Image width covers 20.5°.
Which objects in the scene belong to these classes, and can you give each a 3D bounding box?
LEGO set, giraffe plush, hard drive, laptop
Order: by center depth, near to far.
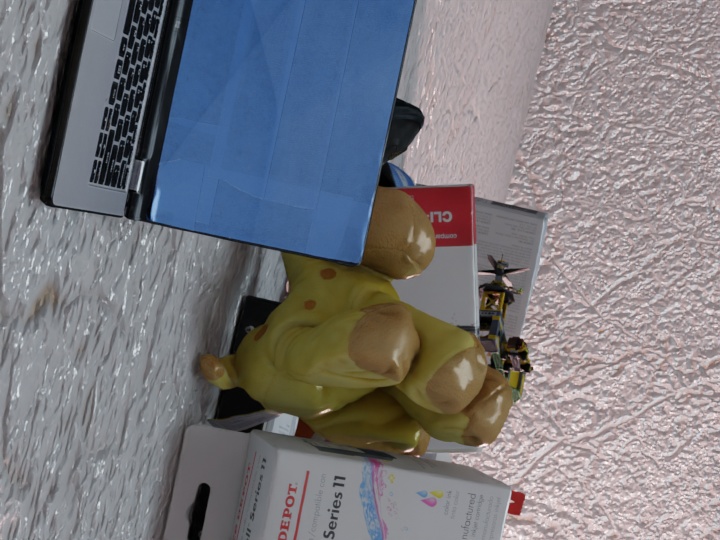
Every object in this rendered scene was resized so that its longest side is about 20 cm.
[{"bbox_3d":[-0.047,-0.107,0.899,0.200,0.115,0.189,7,95,-83],"label":"laptop"},{"bbox_3d":[-0.002,0.017,1.270,0.173,0.198,0.164,46,47,-52],"label":"giraffe plush"},{"bbox_3d":[-0.075,0.125,1.383,0.140,0.037,0.202,55,48,-80],"label":"hard drive"},{"bbox_3d":[0.082,0.044,1.957,0.154,0.198,0.117,60,36,-48],"label":"LEGO set"}]

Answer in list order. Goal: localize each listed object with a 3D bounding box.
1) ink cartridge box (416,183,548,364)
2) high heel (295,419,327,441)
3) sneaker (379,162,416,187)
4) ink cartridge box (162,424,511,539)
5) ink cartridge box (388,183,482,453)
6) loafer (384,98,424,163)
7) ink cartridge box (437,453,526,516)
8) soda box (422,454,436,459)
[{"bbox_3d":[0.101,0.021,2.095,0.047,0.158,0.202,-46,148,-74],"label":"ink cartridge box"},{"bbox_3d":[-0.022,0.040,1.510,0.096,0.067,0.202,-10,109,-71],"label":"high heel"},{"bbox_3d":[0.000,0.000,1.678,0.089,0.078,0.202,47,48,-68],"label":"sneaker"},{"bbox_3d":[-0.018,0.168,1.228,0.067,0.198,0.118,-160,-99,-71],"label":"ink cartridge box"},{"bbox_3d":[0.050,0.037,1.549,0.144,0.083,0.202,-30,117,-89],"label":"ink cartridge box"},{"bbox_3d":[-0.004,-0.102,1.471,0.073,0.072,0.200,-69,164,3],"label":"loafer"},{"bbox_3d":[0.067,0.184,1.942,0.161,0.198,0.051,-14,116,-82],"label":"ink cartridge box"},{"bbox_3d":[0.021,0.171,1.640,0.200,0.063,0.069,-66,-179,-74],"label":"soda box"}]
